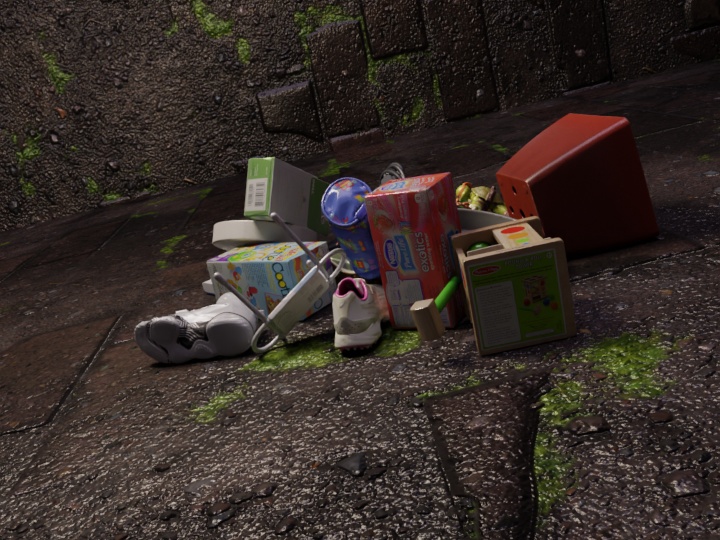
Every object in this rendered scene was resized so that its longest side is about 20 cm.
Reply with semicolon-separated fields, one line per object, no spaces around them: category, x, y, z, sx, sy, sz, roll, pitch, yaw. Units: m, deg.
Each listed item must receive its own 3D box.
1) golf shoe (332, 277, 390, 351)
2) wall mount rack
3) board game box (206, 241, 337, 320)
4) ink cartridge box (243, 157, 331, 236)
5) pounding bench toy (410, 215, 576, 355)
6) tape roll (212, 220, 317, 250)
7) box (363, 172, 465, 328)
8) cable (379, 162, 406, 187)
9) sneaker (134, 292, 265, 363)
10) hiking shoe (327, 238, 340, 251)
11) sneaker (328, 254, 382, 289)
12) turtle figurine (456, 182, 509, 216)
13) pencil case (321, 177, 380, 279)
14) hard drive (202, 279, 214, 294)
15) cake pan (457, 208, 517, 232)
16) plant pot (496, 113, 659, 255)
golf shoe;0.005;0.044;1.142;0.074;0.093;0.200;-11;15;14
wall mount rack;-0.117;0.017;1.143;0.074;0.174;0.200;38;81;27
board game box;-0.151;0.016;1.339;0.198;0.106;0.103;1;20;39
ink cartridge box;-0.130;-0.131;1.444;0.059;0.105;0.199;0;-8;29
pounding bench toy;0.160;0.021;1.027;0.198;0.126;0.156;-12;16;3
tape roll;-0.179;-0.058;1.482;0.200;0.038;0.203;4;-8;1
box;0.086;-0.027;1.110;0.102;0.202;0.095;-4;18;30
cable;0.071;-0.084;1.265;0.050;0.164;0.201;-19;29;3
sneaker;-0.247;0.089;1.229;0.197;0.076;0.115;-4;17;14
hiking shoe;-0.010;-0.050;1.479;0.198;0.076;0.101;-22;12;0
sneaker;0.000;0.000;1.339;0.199;0.068;0.090;11;30;41
turtle figurine;0.240;-0.123;1.442;0.160;0.065;0.200;25;12;4
pencil case;0.004;-0.056;1.180;0.086;0.200;0.078;30;75;26
hard drive;-0.199;0.004;1.561;0.199;0.026;0.131;-26;20;-37
cake pan;0.184;-0.053;1.222;0.198;0.037;0.201;7;20;-2
plant pot;0.343;-0.128;1.295;0.175;0.202;0.200;-25;17;-7
